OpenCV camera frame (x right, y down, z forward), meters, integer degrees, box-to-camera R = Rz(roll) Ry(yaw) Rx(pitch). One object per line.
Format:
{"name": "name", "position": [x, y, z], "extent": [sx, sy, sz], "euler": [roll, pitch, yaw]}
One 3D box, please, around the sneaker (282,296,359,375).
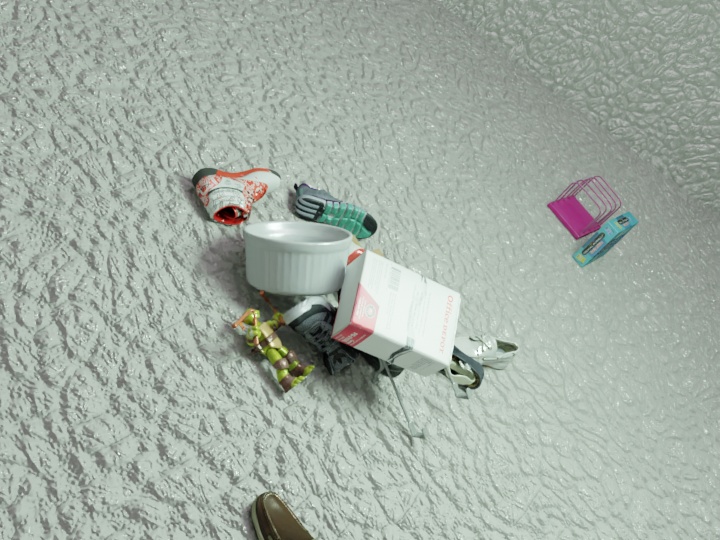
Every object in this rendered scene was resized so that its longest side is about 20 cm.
{"name": "sneaker", "position": [-0.060, 0.116, 1.497], "extent": [0.115, 0.075, 0.200], "euler": [61, 13, 19]}

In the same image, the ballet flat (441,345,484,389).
{"name": "ballet flat", "position": [0.168, 0.178, 1.715], "extent": [0.198, 0.073, 0.074], "euler": [33, 34, -18]}

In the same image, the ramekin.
{"name": "ramekin", "position": [-0.115, -0.023, 1.540], "extent": [0.196, 0.100, 0.201], "euler": [4, 13, -1]}

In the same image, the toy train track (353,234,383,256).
{"name": "toy train track", "position": [-0.026, -0.006, 1.756], "extent": [0.198, 0.032, 0.116], "euler": [-20, 74, -48]}

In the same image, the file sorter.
{"name": "file sorter", "position": [0.697, -0.203, 2.646], "extent": [0.140, 0.126, 0.199], "euler": [52, 34, 14]}

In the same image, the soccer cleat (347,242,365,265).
{"name": "soccer cleat", "position": [0.000, 0.000, 1.673], "extent": [0.085, 0.068, 0.200], "euler": [50, -4, 31]}

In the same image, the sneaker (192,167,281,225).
{"name": "sneaker", "position": [-0.223, -0.139, 1.665], "extent": [0.199, 0.067, 0.109], "euler": [-3, 55, -43]}

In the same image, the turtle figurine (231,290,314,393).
{"name": "turtle figurine", "position": [-0.154, 0.124, 1.432], "extent": [0.162, 0.064, 0.200], "euler": [53, 11, 0]}

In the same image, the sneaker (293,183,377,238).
{"name": "sneaker", "position": [-0.051, -0.137, 1.837], "extent": [0.197, 0.075, 0.088], "euler": [21, 34, -29]}

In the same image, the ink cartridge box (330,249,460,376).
{"name": "ink cartridge box", "position": [0.064, 0.077, 1.490], "extent": [0.197, 0.084, 0.147], "euler": [24, 59, -19]}

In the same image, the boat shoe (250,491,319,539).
{"name": "boat shoe", "position": [-0.080, 0.392, 1.203], "extent": [0.074, 0.075, 0.204], "euler": [-10, 59, -50]}

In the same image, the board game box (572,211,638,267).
{"name": "board game box", "position": [0.720, -0.093, 2.522], "extent": [0.047, 0.151, 0.199], "euler": [49, 33, 15]}

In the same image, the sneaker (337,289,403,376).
{"name": "sneaker", "position": [0.024, 0.105, 1.609], "extent": [0.199, 0.104, 0.060], "euler": [40, 32, -4]}

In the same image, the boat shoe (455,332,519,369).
{"name": "boat shoe", "position": [0.260, 0.162, 1.824], "extent": [0.198, 0.069, 0.072], "euler": [7, 48, -41]}

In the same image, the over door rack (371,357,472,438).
{"name": "over door rack", "position": [0.098, 0.187, 1.578], "extent": [0.147, 0.066, 0.202], "euler": [-34, 96, -36]}
